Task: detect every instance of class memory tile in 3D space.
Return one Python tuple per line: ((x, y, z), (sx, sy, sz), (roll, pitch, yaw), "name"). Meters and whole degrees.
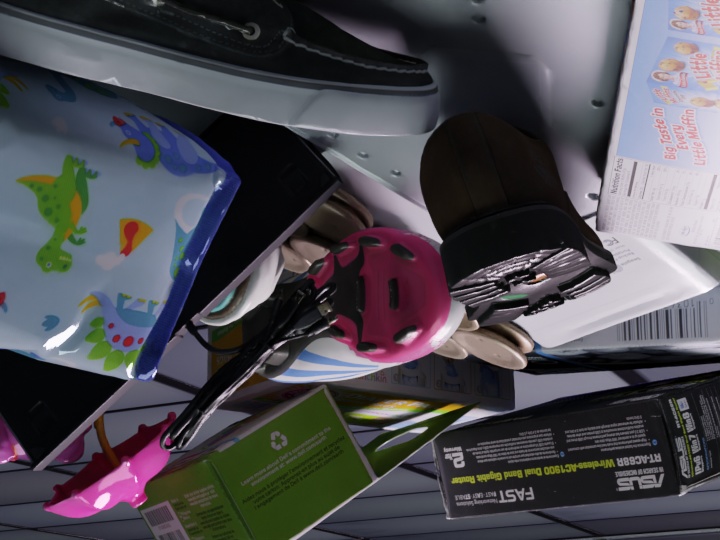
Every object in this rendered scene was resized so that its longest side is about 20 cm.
((0.000, 0.000, 0.842), (0.200, 0.017, 0.153), (38, 161, -35), "memory tile")

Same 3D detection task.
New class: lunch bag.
((-0.181, -0.048, 0.614), (0.169, 0.128, 0.200), (16, -164, -43), "lunch bag")

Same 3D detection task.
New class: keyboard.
((-0.086, 0.019, 0.672), (0.200, 0.127, 0.021), (-43, 151, 1), "keyboard")

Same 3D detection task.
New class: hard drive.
((0.079, -0.031, 0.761), (0.199, 0.027, 0.131), (34, 144, -27), "hard drive")

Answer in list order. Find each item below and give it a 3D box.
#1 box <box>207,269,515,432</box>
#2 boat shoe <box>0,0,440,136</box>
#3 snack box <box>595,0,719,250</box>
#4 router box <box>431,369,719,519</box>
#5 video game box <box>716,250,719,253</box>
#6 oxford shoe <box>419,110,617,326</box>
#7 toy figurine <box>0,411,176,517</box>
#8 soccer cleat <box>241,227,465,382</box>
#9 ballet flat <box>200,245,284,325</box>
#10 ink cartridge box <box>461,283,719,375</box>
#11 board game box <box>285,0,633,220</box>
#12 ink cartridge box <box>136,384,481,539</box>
((0.001, 0.050, 1.018), (0.199, 0.102, 0.112), (11, 159, -35), "box")
((-0.060, -0.097, 0.556), (0.198, 0.057, 0.069), (11, -164, -11), "boat shoe")
((0.137, -0.068, 0.557), (0.071, 0.024, 0.200), (10, 153, 9), "snack box")
((0.169, 0.114, 0.956), (0.149, 0.063, 0.199), (-10, 175, -45), "router box")
((0.251, -0.007, 0.914), (0.180, 0.047, 0.200), (-2, 171, -6), "video game box")
((0.068, -0.025, 0.631), (0.072, 0.085, 0.200), (-19, 166, 5), "oxford shoe")
((-0.184, 0.059, 0.891), (0.198, 0.186, 0.150), (7, 161, -23), "toy figurine")
((0.009, 0.019, 0.766), (0.086, 0.071, 0.199), (1, 170, -34), "soccer cleat")
((-0.080, -0.012, 0.777), (0.069, 0.070, 0.200), (9, -173, -31), "ballet flat")
((0.185, 0.043, 0.959), (0.197, 0.044, 0.199), (-6, 170, 33), "ink cartridge box")
((0.056, -0.087, 0.615), (0.199, 0.026, 0.199), (29, 149, -28), "board game box")
((-0.039, 0.122, 0.969), (0.199, 0.076, 0.148), (-31, -179, -33), "ink cartridge box")
